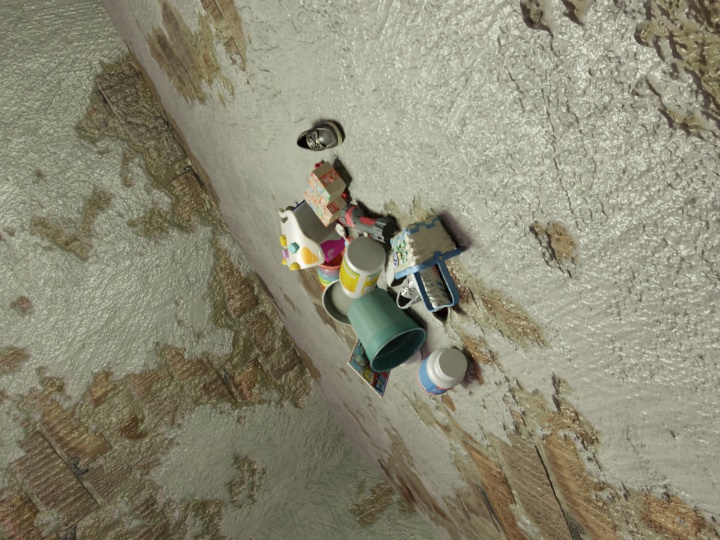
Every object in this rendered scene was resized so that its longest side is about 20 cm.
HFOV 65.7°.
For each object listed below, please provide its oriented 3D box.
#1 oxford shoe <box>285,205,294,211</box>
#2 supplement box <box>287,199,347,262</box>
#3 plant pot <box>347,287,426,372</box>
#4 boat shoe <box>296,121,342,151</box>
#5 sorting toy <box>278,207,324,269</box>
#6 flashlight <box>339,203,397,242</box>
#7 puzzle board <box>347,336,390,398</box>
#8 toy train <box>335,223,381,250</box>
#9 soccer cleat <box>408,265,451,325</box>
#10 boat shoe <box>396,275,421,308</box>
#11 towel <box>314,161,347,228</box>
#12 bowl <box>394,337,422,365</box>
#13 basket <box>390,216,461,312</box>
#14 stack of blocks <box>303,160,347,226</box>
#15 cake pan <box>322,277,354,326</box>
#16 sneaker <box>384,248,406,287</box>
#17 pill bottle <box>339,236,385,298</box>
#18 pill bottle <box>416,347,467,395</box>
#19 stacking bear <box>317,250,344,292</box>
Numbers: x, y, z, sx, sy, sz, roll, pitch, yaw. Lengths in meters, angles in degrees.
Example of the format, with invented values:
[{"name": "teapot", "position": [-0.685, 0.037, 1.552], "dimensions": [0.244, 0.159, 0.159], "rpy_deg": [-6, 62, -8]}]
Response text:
[{"name": "oxford shoe", "position": [-0.199, -0.161, 2.024], "dimensions": [0.201, 0.072, 0.084], "rpy_deg": [53, 146, 3]}, {"name": "supplement box", "position": [-0.138, -0.135, 1.822], "dimensions": [0.200, 0.103, 0.101], "rpy_deg": [40, 166, 38]}, {"name": "plant pot", "position": [0.068, 0.173, 1.715], "dimensions": [0.197, 0.199, 0.201], "rpy_deg": [55, 163, 31]}, {"name": "boat shoe", "position": [-0.113, -0.350, 1.488], "dimensions": [0.200, 0.065, 0.072], "rpy_deg": [20, 138, 59]}, {"name": "sorting toy", "position": [-0.210, -0.108, 1.750], "dimensions": [0.200, 0.106, 0.182], "rpy_deg": [24, 133, 66]}, {"name": "flashlight", "position": [0.022, -0.134, 1.515], "dimensions": [0.199, 0.068, 0.068], "rpy_deg": [22, 133, 51]}, {"name": "puzzle board", "position": [0.036, 0.287, 1.725], "dimensions": [0.151, 0.017, 0.200], "rpy_deg": [48, -157, -8]}, {"name": "toy train", "position": [0.014, -0.078, 1.638], "dimensions": [0.199, 0.055, 0.151], "rpy_deg": [29, 146, 48]}, {"name": "soccer cleat", "position": [0.178, 0.048, 1.379], "dimensions": [0.201, 0.069, 0.087], "rpy_deg": [57, -169, -24]}, {"name": "boat shoe", "position": [0.139, 0.047, 1.495], "dimensions": [0.072, 0.068, 0.200], "rpy_deg": [54, 159, 10]}, {"name": "towel", "position": [-0.086, -0.226, 1.692], "dimensions": [0.145, 0.022, 0.200], "rpy_deg": [48, 161, 18]}, {"name": "bowl", "position": [0.109, 0.246, 1.863], "dimensions": [0.201, 0.090, 0.202], "rpy_deg": [48, 160, 24]}, {"name": "basket", "position": [0.152, -0.007, 1.271], "dimensions": [0.201, 0.138, 0.176], "rpy_deg": [64, 162, 5]}, {"name": "stack of blocks", "position": [-0.096, -0.216, 1.603], "dimensions": [0.115, 0.058, 0.200], "rpy_deg": [52, 162, 4]}, {"name": "cake pan", "position": [-0.029, 0.099, 1.868], "dimensions": [0.037, 0.198, 0.201], "rpy_deg": [-74, -33, -54]}, {"name": "sneaker", "position": [0.098, -0.035, 1.464], "dimensions": [0.200, 0.072, 0.085], "rpy_deg": [117, 137, -58]}, {"name": "pill bottle", "position": [0.000, 0.000, 1.554], "dimensions": [0.113, 0.112, 0.200], "rpy_deg": [51, 157, 16]}, {"name": "pill bottle", "position": [0.233, 0.284, 1.580], "dimensions": [0.113, 0.112, 0.200], "rpy_deg": [52, 162, 13]}, {"name": "stacking bear", "position": [-0.097, 0.016, 1.923], "dimensions": [0.114, 0.121, 0.201], "rpy_deg": [39, 148, 27]}]
